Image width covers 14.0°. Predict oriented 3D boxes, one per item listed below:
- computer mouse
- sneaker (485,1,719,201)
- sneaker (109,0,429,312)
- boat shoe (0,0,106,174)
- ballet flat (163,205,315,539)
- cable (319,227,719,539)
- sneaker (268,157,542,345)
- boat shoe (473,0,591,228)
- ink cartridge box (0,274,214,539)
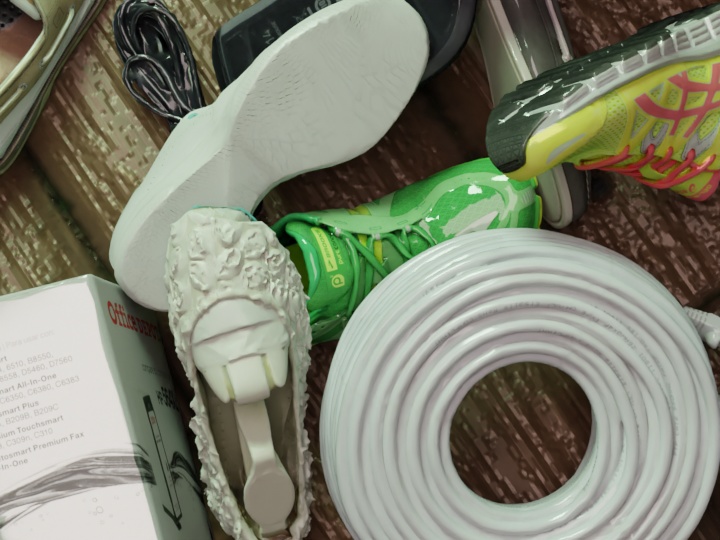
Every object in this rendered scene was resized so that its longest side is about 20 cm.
[{"bbox_3d":[-0.021,-0.117,1.512,0.200,0.053,0.139,-27,84,23],"label":"computer mouse"},{"bbox_3d":[0.146,-0.072,1.444,0.200,0.078,0.090,-24,98,-37],"label":"sneaker"},{"bbox_3d":[-0.055,-0.072,1.469,0.200,0.089,0.075,-42,114,3],"label":"sneaker"},{"bbox_3d":[-0.177,-0.144,1.530,0.075,0.068,0.200,18,86,8],"label":"boat shoe"},{"bbox_3d":[-0.052,0.062,1.445,0.072,0.072,0.200,-5,124,6],"label":"ballet flat"},{"bbox_3d":[0.080,0.080,1.450,0.200,0.069,0.200,30,98,-11],"label":"cable"},{"bbox_3d":[0.000,0.000,1.484,0.200,0.084,0.074,-22,84,7],"label":"sneaker"},{"bbox_3d":[0.090,-0.123,1.498,0.057,0.067,0.200,-19,85,-15],"label":"boat shoe"},{"bbox_3d":[-0.131,0.111,1.458,0.084,0.146,0.200,-16,83,6],"label":"ink cartridge box"}]
